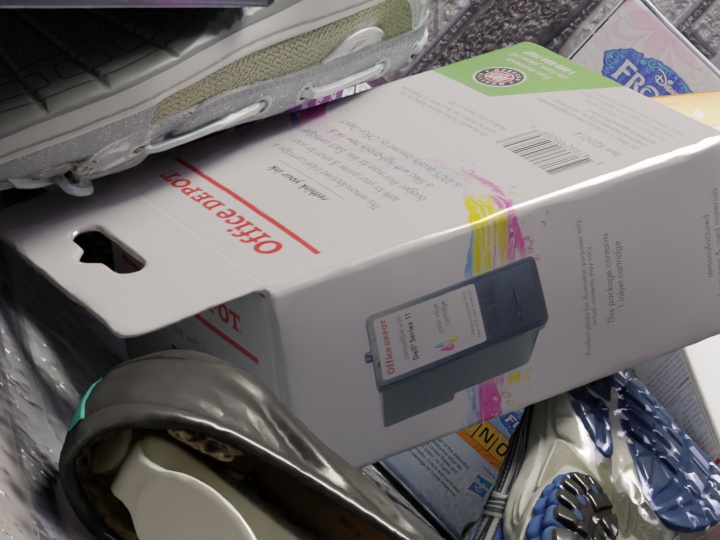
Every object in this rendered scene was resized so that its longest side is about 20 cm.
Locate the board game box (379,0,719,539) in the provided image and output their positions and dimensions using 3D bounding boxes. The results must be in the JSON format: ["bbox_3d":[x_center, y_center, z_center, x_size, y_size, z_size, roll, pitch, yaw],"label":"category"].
[{"bbox_3d":[0.108,0.033,1.012,0.200,0.200,0.041,45,6,7],"label":"board game box"}]

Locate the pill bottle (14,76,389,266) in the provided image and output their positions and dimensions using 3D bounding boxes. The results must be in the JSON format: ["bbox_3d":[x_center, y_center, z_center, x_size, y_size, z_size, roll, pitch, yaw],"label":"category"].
[{"bbox_3d":[-0.054,-0.048,0.916,0.200,0.113,0.113,40,8,-32],"label":"pill bottle"}]

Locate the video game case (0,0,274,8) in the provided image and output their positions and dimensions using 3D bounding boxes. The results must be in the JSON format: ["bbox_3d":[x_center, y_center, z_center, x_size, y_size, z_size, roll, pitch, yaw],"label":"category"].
[{"bbox_3d":[-0.140,-0.115,0.760,0.199,0.019,0.143,-3,35,-31],"label":"video game case"}]

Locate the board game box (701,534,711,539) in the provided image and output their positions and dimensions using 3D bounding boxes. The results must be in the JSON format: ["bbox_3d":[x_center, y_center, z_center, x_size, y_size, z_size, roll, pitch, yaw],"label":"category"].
[{"bbox_3d":[0.149,0.150,0.911,0.200,0.046,0.152,41,38,-17],"label":"board game box"}]

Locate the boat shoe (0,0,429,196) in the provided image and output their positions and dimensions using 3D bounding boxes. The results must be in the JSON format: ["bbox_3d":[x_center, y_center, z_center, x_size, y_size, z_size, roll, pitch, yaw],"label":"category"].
[{"bbox_3d":[-0.058,-0.062,0.802,0.074,0.201,0.065,36,-39,37],"label":"boat shoe"}]

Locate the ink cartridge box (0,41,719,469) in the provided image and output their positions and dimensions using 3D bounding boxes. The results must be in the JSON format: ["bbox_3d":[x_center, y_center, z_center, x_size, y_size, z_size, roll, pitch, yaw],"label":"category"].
[{"bbox_3d":[0.000,0.000,0.793,0.117,0.199,0.068,34,-44,55],"label":"ink cartridge box"}]

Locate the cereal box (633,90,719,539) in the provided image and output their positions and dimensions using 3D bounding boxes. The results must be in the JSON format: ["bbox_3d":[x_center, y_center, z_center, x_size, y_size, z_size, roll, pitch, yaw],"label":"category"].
[{"bbox_3d":[0.164,0.030,0.916,0.143,0.040,0.201,-8,65,-28],"label":"cereal box"}]

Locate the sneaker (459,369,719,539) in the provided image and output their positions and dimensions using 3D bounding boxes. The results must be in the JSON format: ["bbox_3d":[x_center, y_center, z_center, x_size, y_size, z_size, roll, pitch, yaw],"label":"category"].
[{"bbox_3d":[0.055,0.084,0.799,0.077,0.085,0.200,47,21,-3],"label":"sneaker"}]

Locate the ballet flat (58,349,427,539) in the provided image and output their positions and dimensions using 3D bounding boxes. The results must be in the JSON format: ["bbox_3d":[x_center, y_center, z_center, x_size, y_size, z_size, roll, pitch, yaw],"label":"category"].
[{"bbox_3d":[0.004,0.094,0.631,0.199,0.068,0.068,35,14,14],"label":"ballet flat"}]

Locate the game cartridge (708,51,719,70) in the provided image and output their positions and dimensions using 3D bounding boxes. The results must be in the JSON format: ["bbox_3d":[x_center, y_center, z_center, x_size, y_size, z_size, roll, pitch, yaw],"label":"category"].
[{"bbox_3d":[0.130,-0.045,1.116,0.041,0.200,0.133,50,10,4],"label":"game cartridge"}]
